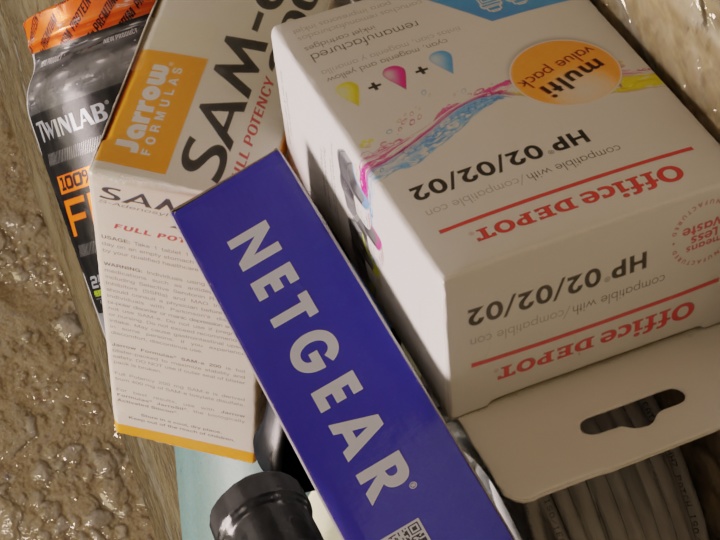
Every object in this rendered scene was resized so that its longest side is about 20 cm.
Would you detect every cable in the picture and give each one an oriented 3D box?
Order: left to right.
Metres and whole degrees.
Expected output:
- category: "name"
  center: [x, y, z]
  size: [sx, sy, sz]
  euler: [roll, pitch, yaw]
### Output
- category: "cable"
  center: [0.086, 0.116, 0.835]
  size: [0.200, 0.069, 0.201]
  euler: [149, 101, -76]

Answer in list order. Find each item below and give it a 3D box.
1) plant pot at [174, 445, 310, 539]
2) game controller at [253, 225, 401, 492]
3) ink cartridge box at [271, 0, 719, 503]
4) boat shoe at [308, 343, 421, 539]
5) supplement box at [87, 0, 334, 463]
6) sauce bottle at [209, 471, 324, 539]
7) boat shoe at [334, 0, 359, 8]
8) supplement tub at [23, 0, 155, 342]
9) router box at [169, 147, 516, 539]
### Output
- category: "plant pot"
  center: [-0.018, 0.154, 1.065]
  size: [0.200, 0.199, 0.198]
  euler: [154, 105, -76]
- category: "game controller"
  center: [0.000, 0.000, 0.858]
  size: [0.104, 0.042, 0.202]
  euler: [-5, -72, -75]
- category: "ink cartridge box"
  center: [0.058, -0.024, 0.673]
  size: [0.200, 0.114, 0.068]
  euler: [-123, 19, -45]
- category: "boat shoe"
  center: [0.016, 0.095, 0.958]
  size: [0.063, 0.071, 0.202]
  euler: [3, -82, -73]
- category: "supplement box"
  center: [-0.061, -0.023, 0.841]
  size: [0.201, 0.073, 0.127]
  euler: [95, -171, -55]
- category: "sauce bottle"
  center: [-0.006, 0.157, 0.701]
  size: [0.066, 0.066, 0.200]
  euler: [86, 158, -45]
- category: "boat shoe"
  center: [0.000, -0.127, 0.876]
  size: [0.200, 0.065, 0.072]
  euler: [149, 103, -76]
- category: "supplement tub"
  center: [-0.104, -0.052, 1.033]
  size: [0.122, 0.122, 0.201]
  euler: [178, 72, -76]
- category: "router box"
  center: [0.016, 0.080, 0.710]
  size: [0.200, 0.049, 0.180]
  euler: [59, 178, 41]
